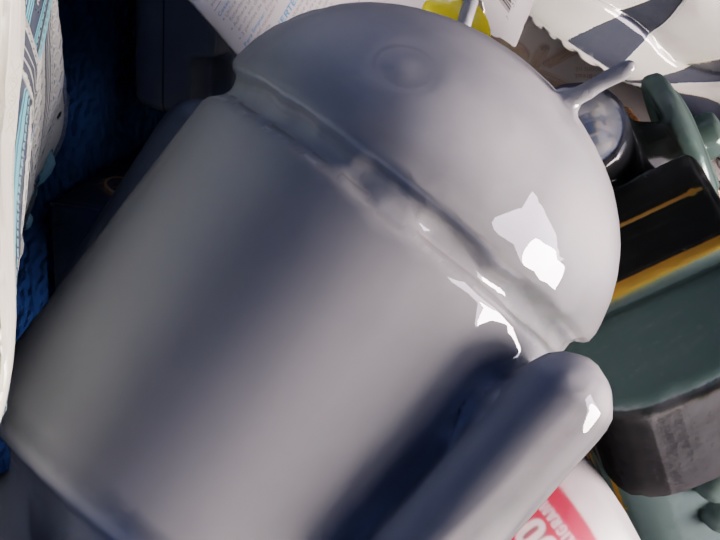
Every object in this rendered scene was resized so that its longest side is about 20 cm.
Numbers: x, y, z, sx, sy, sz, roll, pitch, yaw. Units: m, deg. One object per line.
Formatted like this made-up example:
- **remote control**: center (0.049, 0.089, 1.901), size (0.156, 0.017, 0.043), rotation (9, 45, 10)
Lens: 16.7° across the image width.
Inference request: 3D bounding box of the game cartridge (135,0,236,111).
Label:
- **game cartridge**: center (-0.017, -0.135, 0.796), size (0.200, 0.041, 0.134), rotation (-32, 123, -63)

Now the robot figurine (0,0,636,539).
- **robot figurine**: center (-0.014, 0.016, 0.608), size (0.200, 0.169, 0.113), rotation (-52, 142, -2)

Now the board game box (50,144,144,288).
- **board game box**: center (-0.048, 0.053, 0.790), size (0.135, 0.034, 0.201), rotation (-41, 135, -59)

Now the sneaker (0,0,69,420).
- **sneaker**: center (-0.099, -0.018, 0.582), size (0.086, 0.077, 0.201), rotation (-2, 100, -71)

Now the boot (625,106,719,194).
- **boot**: center (0.104, 0.043, 0.890), size (0.155, 0.074, 0.200), rotation (-51, 133, 4)

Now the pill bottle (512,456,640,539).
- **pill bottle**: center (-0.022, 0.125, 0.694), size (0.200, 0.119, 0.120), rotation (-36, 138, -23)

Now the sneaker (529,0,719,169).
- **sneaker**: center (0.131, -0.117, 0.851), size (0.130, 0.199, 0.080), rotation (-49, -174, 16)

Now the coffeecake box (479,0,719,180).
- **coffeecake box**: center (0.106, -0.103, 0.941), size (0.073, 0.153, 0.201), rotation (-73, 164, -66)

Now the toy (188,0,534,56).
- **toy**: center (-0.021, -0.105, 0.686), size (0.200, 0.047, 0.115), rotation (45, 61, -43)

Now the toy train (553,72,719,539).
- **toy train**: center (0.087, 0.029, 0.731), size (0.200, 0.085, 0.114), rotation (67, 0, -57)
